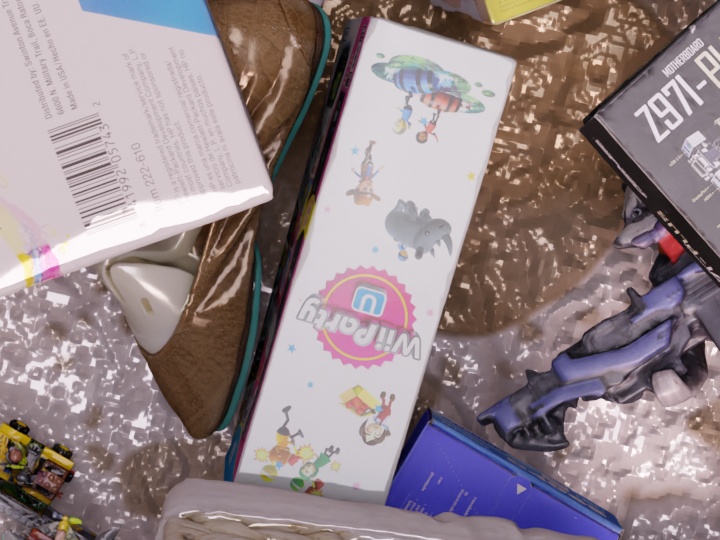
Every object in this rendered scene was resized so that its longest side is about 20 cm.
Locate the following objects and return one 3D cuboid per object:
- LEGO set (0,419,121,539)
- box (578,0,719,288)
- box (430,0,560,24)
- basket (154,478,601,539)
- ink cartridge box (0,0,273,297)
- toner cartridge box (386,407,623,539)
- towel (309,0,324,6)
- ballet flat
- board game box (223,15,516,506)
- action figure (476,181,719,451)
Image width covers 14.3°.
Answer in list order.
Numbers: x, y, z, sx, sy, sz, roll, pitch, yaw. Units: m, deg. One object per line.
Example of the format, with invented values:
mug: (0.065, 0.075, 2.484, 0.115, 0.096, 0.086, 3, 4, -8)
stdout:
LEGO set: (-0.195, 0.153, 1.191, 0.154, 0.116, 0.200, 38, 93, -3)
box: (0.212, -0.064, 1.108, 0.200, 0.086, 0.164, -43, 90, 0)
box: (0.034, -0.204, 1.160, 0.050, 0.075, 0.200, -21, 106, -15)
basket: (0.004, 0.208, 1.069, 0.198, 0.161, 0.200, 9, 117, -2)
ink cartridge box: (-0.152, -0.068, 1.099, 0.200, 0.085, 0.145, -20, 107, -1)
toner cartridge box: (0.018, 0.167, 1.197, 0.095, 0.043, 0.200, 31, 94, -3)
towel: (-0.091, -0.115, 1.184, 0.200, 0.030, 0.146, -49, 124, 4)
ballet flat: (-0.070, -0.026, 1.188, 0.072, 0.068, 0.200, 6, 112, -29)
board game box: (0.000, 0.000, 1.167, 0.064, 0.148, 0.200, 15, 93, -4)
action figure: (0.152, 0.044, 1.204, 0.200, 0.105, 0.194, -25, 86, 3)
